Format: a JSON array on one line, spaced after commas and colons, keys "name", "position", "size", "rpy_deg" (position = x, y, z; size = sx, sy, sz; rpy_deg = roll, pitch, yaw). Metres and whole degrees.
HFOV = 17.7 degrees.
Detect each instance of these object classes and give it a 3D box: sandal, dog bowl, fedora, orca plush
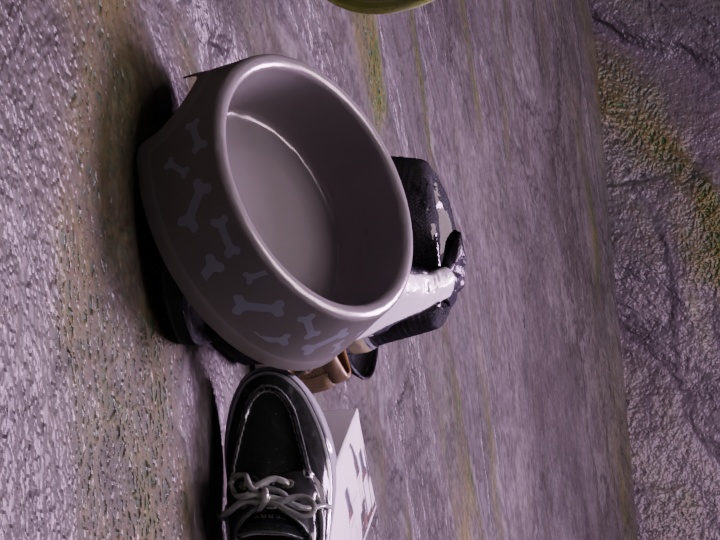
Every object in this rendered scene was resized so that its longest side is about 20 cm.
[{"name": "sandal", "position": [-0.079, 0.014, 1.452], "size": [0.200, 0.048, 0.076], "rpy_deg": [31, 53, -73]}, {"name": "dog bowl", "position": [-0.045, -0.042, 1.415], "size": [0.200, 0.058, 0.201], "rpy_deg": [31, 46, -38]}, {"name": "fedora", "position": [0.025, -0.018, 1.813], "size": [0.201, 0.091, 0.202], "rpy_deg": [-7, 90, -77]}, {"name": "orca plush", "position": [0.000, 0.000, 1.704], "size": [0.199, 0.071, 0.106], "rpy_deg": [-25, 148, -40]}]

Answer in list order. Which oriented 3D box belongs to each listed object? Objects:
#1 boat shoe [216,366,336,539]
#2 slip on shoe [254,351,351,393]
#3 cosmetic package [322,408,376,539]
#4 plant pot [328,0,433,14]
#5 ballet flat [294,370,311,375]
[{"name": "boat shoe", "position": [-0.054, 0.154, 1.430], "size": [0.068, 0.073, 0.201], "rpy_deg": [64, 27, -74]}, {"name": "slip on shoe", "position": [-0.046, -0.015, 1.579], "size": [0.076, 0.060, 0.201], "rpy_deg": [23, 61, -75]}, {"name": "cosmetic package", "position": [-0.032, 0.173, 1.567], "size": [0.200, 0.050, 0.083], "rpy_deg": [-67, 146, -65]}, {"name": "plant pot", "position": [-0.001, -0.322, 1.705], "size": [0.184, 0.199, 0.202], "rpy_deg": [43, 40, -53]}, {"name": "ballet flat", "position": [-0.041, -0.027, 1.497], "size": [0.067, 0.046, 0.201], "rpy_deg": [75, 6, -60]}]
